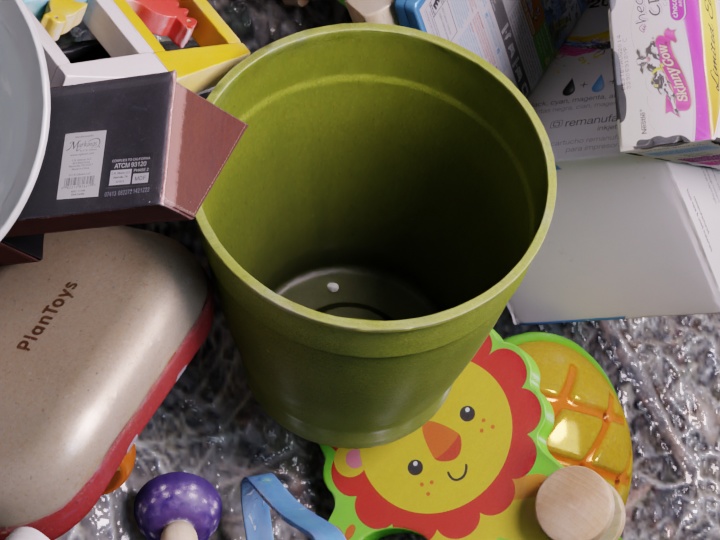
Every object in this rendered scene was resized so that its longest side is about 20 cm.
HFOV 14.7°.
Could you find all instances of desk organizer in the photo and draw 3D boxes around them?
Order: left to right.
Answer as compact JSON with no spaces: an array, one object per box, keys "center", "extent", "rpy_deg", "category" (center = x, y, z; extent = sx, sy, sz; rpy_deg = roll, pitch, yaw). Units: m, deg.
[{"center":[-0.163,-0.048,1.470],"extent":[0.077,0.199,0.072],"rpy_deg":[29,61,-55],"category":"desk organizer"}]

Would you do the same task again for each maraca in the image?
[{"center":[0.115,0.138,1.750],"extent":[0.136,0.107,0.201],"rpy_deg":[-17,101,-24],"category":"maraca"}]

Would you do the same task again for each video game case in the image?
[{"center":[0.090,-0.173,1.669],"extent":[0.200,0.018,0.143],"rpy_deg":[-56,143,-30],"category":"video game case"}]

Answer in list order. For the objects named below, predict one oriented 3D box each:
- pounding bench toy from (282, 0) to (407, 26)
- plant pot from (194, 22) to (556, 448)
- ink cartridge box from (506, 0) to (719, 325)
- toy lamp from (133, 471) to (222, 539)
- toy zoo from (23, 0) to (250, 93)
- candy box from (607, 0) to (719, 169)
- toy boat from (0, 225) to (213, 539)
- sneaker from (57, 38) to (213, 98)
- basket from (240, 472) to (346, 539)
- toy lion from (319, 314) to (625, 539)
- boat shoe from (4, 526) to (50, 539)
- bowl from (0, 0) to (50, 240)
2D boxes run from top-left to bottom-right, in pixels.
[{"center":[0.002,-0.211,1.678],"extent":[0.200,0.155,0.125],"rpy_deg":[-52,142,-35],"category":"pounding bench toy"},{"center":[0.000,0.000,1.575],"extent":[0.199,0.193,0.201],"rpy_deg":[2,56,-3],"category":"plant pot"},{"center":[0.162,-0.089,1.767],"extent":[0.145,0.146,0.201],"rpy_deg":[61,34,-39],"category":"ink cartridge box"},{"center":[-0.096,0.189,1.513],"extent":[0.058,0.058,0.200],"rpy_deg":[43,22,-27],"category":"toy lamp"},{"center":[-0.149,-0.152,1.552],"extent":[0.131,0.021,0.200],"rpy_deg":[-12,52,-42],"category":"toy zoo"},{"center":[0.211,-0.132,1.644],"extent":[0.200,0.061,0.137],"rpy_deg":[2,82,-61],"category":"candy box"},{"center":[-0.159,0.075,1.526],"extent":[0.200,0.130,0.131],"rpy_deg":[-56,146,-34],"category":"toy boat"},{"center":[-0.132,-0.095,1.591],"extent":[0.199,0.084,0.077],"rpy_deg":[-14,91,-42],"category":"sneaker"},{"center":[-0.027,0.225,1.550],"extent":[0.138,0.176,0.201],"rpy_deg":[-5,99,-14],"category":"basket"},{"center":[0.047,0.135,1.669],"extent":[0.200,0.191,0.069],"rpy_deg":[-52,162,1],"category":"toy lion"},{"center":[-0.150,0.208,1.489],"extent":[0.070,0.071,0.200],"rpy_deg":[-64,144,-32],"category":"boat shoe"},{"center":[-0.242,-0.072,1.406],"extent":[0.090,0.200,0.202],"rpy_deg":[44,42,-78],"category":"bowl"}]
